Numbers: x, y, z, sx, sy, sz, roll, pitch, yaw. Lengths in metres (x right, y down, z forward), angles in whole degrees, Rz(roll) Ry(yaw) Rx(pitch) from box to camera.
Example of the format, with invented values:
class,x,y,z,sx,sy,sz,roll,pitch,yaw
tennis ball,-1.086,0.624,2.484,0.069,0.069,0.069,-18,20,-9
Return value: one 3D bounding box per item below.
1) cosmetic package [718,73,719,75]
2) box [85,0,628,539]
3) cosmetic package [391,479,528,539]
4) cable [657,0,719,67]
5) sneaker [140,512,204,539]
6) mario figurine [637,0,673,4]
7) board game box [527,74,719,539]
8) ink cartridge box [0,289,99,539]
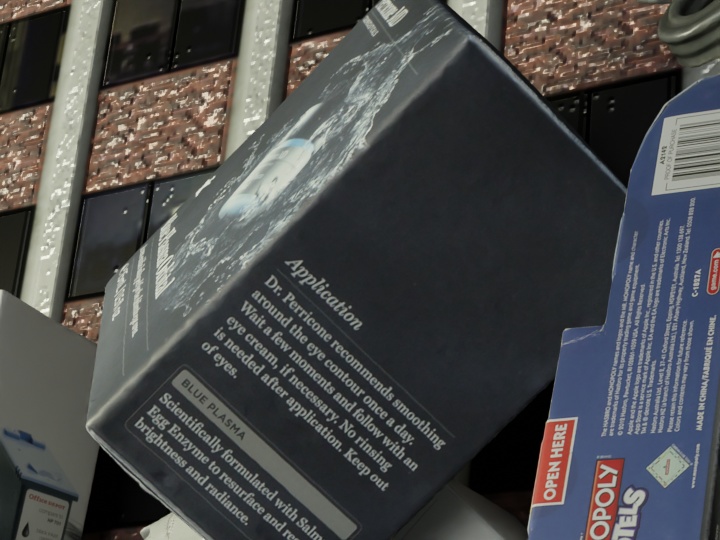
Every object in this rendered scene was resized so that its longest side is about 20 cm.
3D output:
class,x,y,z,sx,sy,sz,roll,pitch,yaw
cosmetic package,0.189,-0.059,0.672,0.103,0.200,0.073,41,81,0
box,0.000,0.000,0.785,0.200,0.117,0.197,-45,14,6
cosmetic package,0.067,0.176,0.727,0.107,0.090,0.200,-51,53,2
cable,0.189,-0.145,0.704,0.200,0.050,0.097,-56,29,-13
sneaker,-0.077,0.182,0.821,0.082,0.075,0.201,-16,37,28
mario figurine,0.174,-0.162,0.806,0.200,0.106,0.124,39,126,49
board game box,0.135,0.072,0.670,0.061,0.200,0.201,-7,53,31
ink cartridge box,-0.207,0.125,0.927,0.146,0.086,0.201,-15,56,35
